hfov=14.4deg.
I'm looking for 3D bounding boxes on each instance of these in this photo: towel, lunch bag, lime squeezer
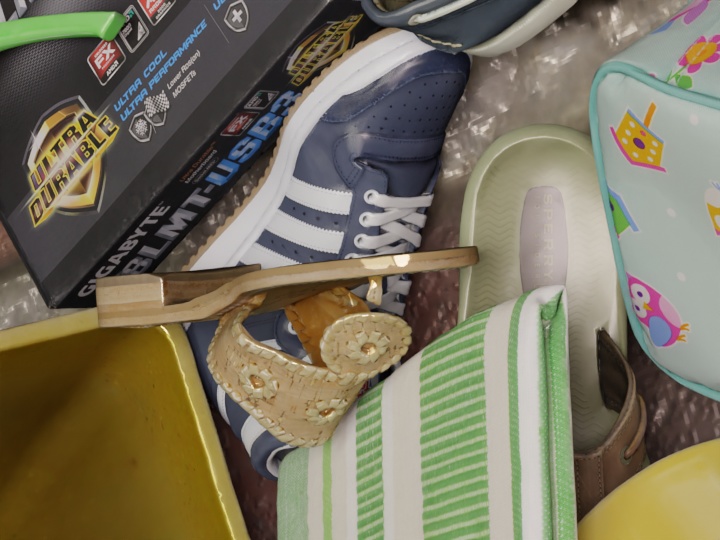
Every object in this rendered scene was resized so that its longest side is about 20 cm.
[{"bbox_3d":[0.021,0.105,1.014,0.200,0.023,0.153,-41,44,54],"label":"towel"},{"bbox_3d":[0.173,-0.008,0.955,0.200,0.077,0.161,22,143,40],"label":"lunch bag"},{"bbox_3d":[-0.180,-0.123,1.180,0.200,0.038,0.071,40,116,35],"label":"lime squeezer"}]

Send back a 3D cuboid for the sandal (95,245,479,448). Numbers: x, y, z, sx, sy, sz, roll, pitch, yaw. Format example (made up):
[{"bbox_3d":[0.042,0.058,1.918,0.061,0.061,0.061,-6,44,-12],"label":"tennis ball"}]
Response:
[{"bbox_3d":[-0.026,0.031,1.067,0.211,0.077,0.070,-4,91,52],"label":"sandal"}]

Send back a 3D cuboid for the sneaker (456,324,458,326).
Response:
[{"bbox_3d":[0.055,0.090,1.095,0.081,0.076,0.201,17,96,15],"label":"sneaker"}]

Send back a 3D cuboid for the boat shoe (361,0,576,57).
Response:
[{"bbox_3d":[0.076,-0.151,1.021,0.200,0.062,0.075,-38,63,36],"label":"boat shoe"}]

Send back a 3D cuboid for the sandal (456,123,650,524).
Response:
[{"bbox_3d":[0.068,0.047,1.030,0.079,0.057,0.202,-6,90,-3],"label":"sandal"}]

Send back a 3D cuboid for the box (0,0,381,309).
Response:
[{"bbox_3d":[-0.102,-0.121,1.169,0.200,0.050,0.199,-45,65,31],"label":"box"}]

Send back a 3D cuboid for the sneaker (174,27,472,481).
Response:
[{"bbox_3d":[0.000,0.000,1.135,0.200,0.070,0.109,-51,54,34],"label":"sneaker"}]

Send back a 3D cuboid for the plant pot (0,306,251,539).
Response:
[{"bbox_3d":[-0.166,0.149,1.190,0.200,0.194,0.196,-41,65,60],"label":"plant pot"}]

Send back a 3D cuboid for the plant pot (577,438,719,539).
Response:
[{"bbox_3d":[0.153,0.160,0.940,0.201,0.200,0.189,-58,41,22],"label":"plant pot"}]
